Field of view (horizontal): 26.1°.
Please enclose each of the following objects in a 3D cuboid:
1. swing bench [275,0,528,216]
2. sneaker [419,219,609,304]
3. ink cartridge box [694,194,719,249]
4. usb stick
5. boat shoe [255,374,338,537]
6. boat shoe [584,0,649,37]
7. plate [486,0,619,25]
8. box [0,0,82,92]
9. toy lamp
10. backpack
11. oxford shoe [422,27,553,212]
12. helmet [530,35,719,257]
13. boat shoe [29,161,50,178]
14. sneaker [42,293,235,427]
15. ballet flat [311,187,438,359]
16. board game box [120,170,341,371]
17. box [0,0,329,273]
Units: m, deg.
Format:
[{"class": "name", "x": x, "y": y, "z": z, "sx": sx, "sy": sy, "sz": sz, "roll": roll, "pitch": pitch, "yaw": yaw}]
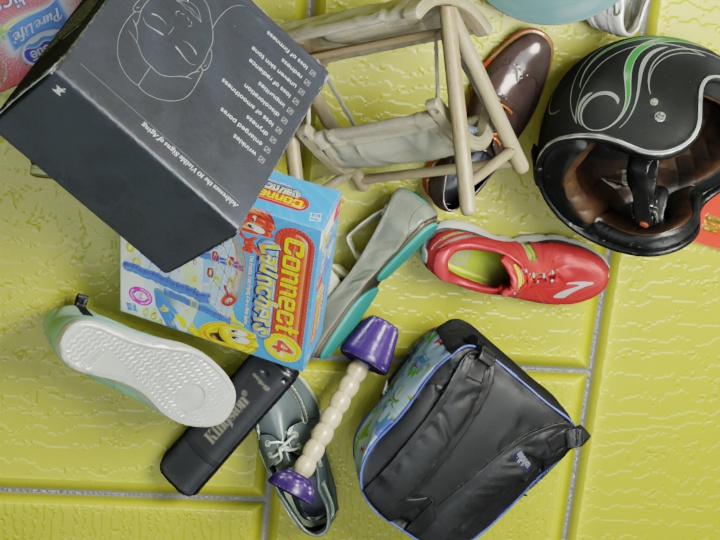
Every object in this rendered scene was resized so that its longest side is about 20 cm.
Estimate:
[{"class": "swing bench", "x": 0.022, "y": -0.154, "z": 1.429, "sx": 0.199, "sy": 0.130, "sz": 0.200, "roll": -4, "pitch": 111, "yaw": 35}, {"class": "sneaker", "x": 0.158, "y": 0.005, "z": 1.565, "sx": 0.200, "sy": 0.085, "sz": 0.077, "roll": 7, "pitch": 109, "yaw": -8}, {"class": "ink cartridge box", "x": 0.441, "y": -0.098, "z": 1.583, "sx": 0.160, "sy": 0.047, "sz": 0.200, "roll": 16, "pitch": 104, "yaw": -12}, {"class": "usb stick", "x": -0.135, "y": 0.151, "z": 1.584, "sx": 0.055, "sy": 0.033, "sz": 0.200, "roll": 48, "pitch": 114, "yaw": 16}, {"class": "boat shoe", "x": -0.069, "y": 0.186, "z": 1.612, "sx": 0.073, "sy": 0.062, "sz": 0.200, "roll": -16, "pitch": 109, "yaw": 2}, {"class": "boat shoe", "x": 0.272, "y": -0.317, "z": 1.468, "sx": 0.071, "sy": 0.069, "sz": 0.200, "roll": -2, "pitch": 116, "yaw": -33}, {"class": "plate", "x": 0.178, "y": -0.328, "z": 1.446, "sx": 0.200, "sy": 0.026, "sz": 0.201, "roll": 4, "pitch": 103, "yaw": 16}, {"class": "box", "x": -0.292, "y": -0.237, "z": 1.422, "sx": 0.200, "sy": 0.100, "sz": 0.096, "roll": -23, "pitch": 110, "yaw": 1}, {"class": "toy lamp", "x": -0.022, "y": 0.139, "z": 1.577, "sx": 0.058, "sy": 0.058, "sz": 0.200, "roll": 31, "pitch": 81, "yaw": -16}, {"class": "backpack", "x": 0.093, "y": 0.170, "z": 1.581, "sx": 0.183, "sy": 0.147, "sz": 0.200, "roll": 39, "pitch": 96, "yaw": -17}, {"class": "oxford shoe", "x": 0.133, "y": -0.142, "z": 1.519, "sx": 0.071, "sy": 0.073, "sz": 0.200, "roll": 25, "pitch": 104, "yaw": -14}, {"class": "helmet", "x": 0.275, "y": -0.130, "z": 1.478, "sx": 0.200, "sy": 0.200, "sz": 0.191, "roll": 50, "pitch": 54, "yaw": -19}, {"class": "boat shoe", "x": -0.220, "y": -0.126, "z": 1.490, "sx": 0.200, "sy": 0.073, "sz": 0.065, "roll": -8, "pitch": 99, "yaw": -8}, {"class": "sneaker", "x": -0.221, "y": 0.086, "z": 1.544, "sx": 0.200, "sy": 0.118, "sz": 0.074, "roll": 29, "pitch": 89, "yaw": -28}, {"class": "ballet flat", "x": 0.000, "y": 0.000, "z": 1.564, "sx": 0.064, "sy": 0.067, "sz": 0.200, "roll": 43, "pitch": 108, "yaw": 12}, {"class": "board game box", "x": -0.127, "y": -0.015, "z": 1.464, "sx": 0.196, "sy": 0.056, "sz": 0.200, "roll": 18, "pitch": 136, "yaw": 9}, {"class": "box", "x": -0.164, "y": -0.144, "z": 1.302, "sx": 0.200, "sy": 0.197, "sz": 0.124, "roll": 42, "pitch": 140, "yaw": -19}]
